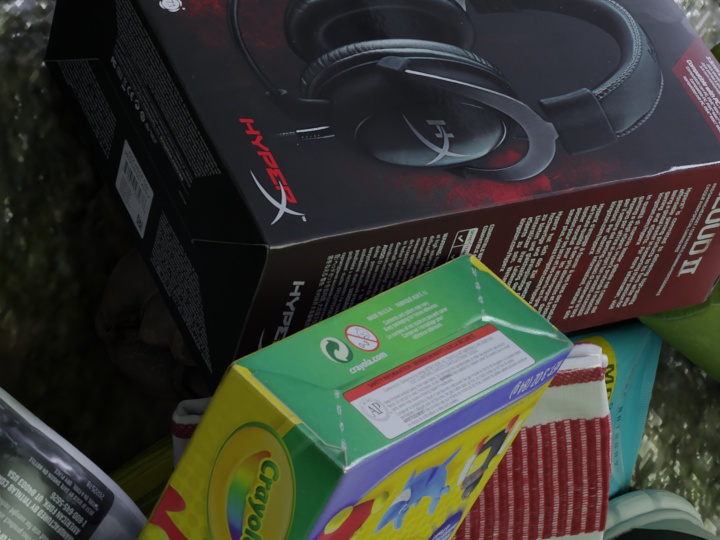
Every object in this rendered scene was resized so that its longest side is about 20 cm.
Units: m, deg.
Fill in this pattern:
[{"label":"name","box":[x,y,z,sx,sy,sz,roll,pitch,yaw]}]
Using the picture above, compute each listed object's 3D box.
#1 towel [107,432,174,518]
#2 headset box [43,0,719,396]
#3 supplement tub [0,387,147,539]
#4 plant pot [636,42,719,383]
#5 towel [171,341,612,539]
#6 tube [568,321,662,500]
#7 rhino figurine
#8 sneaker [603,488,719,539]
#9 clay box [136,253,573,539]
[{"label":"towel","box":[-0.027,0.139,0.822,0.086,0.018,0.200,-31,115,2]},{"label":"headset box","box":[0.022,-0.053,0.729,0.200,0.149,0.077,-11,144,-26]},{"label":"supplement tub","box":[-0.161,0.124,0.674,0.200,0.122,0.123,-51,128,-15]},{"label":"plant pot","box":[0.202,0.000,0.909,0.190,0.200,0.200,26,86,-27]},{"label":"towel","box":[0.011,0.112,0.774,0.144,0.023,0.200,-8,127,-10]},{"label":"tube","box":[0.056,0.059,0.875,0.200,0.050,0.078,-2,111,-53]},{"label":"rhino figurine","box":[0.000,0.000,0.790,0.200,0.087,0.060,-18,111,-33]},{"label":"sneaker","box":[0.073,0.152,0.894,0.200,0.080,0.074,-29,122,-22]},{"label":"clay box","box":[-0.026,0.095,0.665,0.115,0.048,0.200,-24,148,-51]}]
